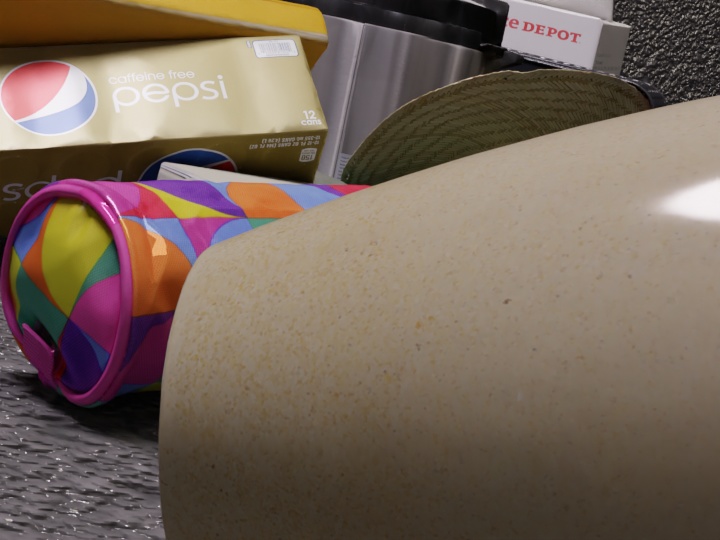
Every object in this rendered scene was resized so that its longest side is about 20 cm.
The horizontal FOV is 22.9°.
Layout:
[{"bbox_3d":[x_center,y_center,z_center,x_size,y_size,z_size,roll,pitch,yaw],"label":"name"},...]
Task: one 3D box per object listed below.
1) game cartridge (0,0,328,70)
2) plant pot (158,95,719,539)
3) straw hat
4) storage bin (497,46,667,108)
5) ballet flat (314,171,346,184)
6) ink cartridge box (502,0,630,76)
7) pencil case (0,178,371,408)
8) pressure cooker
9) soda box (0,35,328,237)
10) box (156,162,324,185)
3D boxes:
[{"bbox_3d":[-0.141,-0.085,0.896,0.199,0.176,0.033,8,51,-31],"label":"game cartridge"},{"bbox_3d":[0.058,0.040,0.441,0.198,0.189,0.187,1,7,13],"label":"plant pot"},{"bbox_3d":[0.090,-0.024,1.034,0.200,0.201,0.086,7,50,-32],"label":"straw hat"},{"bbox_3d":[0.118,-0.093,1.333,0.198,0.136,0.094,16,10,14],"label":"storage bin"},{"bbox_3d":[-0.002,-0.013,0.988,0.199,0.068,0.064,19,39,35],"label":"ballet flat"},{"bbox_3d":[0.133,-0.141,1.440,0.128,0.202,0.125,16,10,17],"label":"ink cartridge box"},{"bbox_3d":[-0.042,0.010,0.692,0.088,0.089,0.199,22,13,41],"label":"pencil case"},{"bbox_3d":[0.001,-0.124,1.151,0.178,0.202,0.175,16,9,36],"label":"pressure cooker"},{"bbox_3d":[-0.121,-0.063,0.845,0.198,0.068,0.064,-5,56,-18],"label":"soda box"},{"bbox_3d":[0.000,0.000,0.845,0.199,0.069,0.082,6,11,-35],"label":"box"}]
